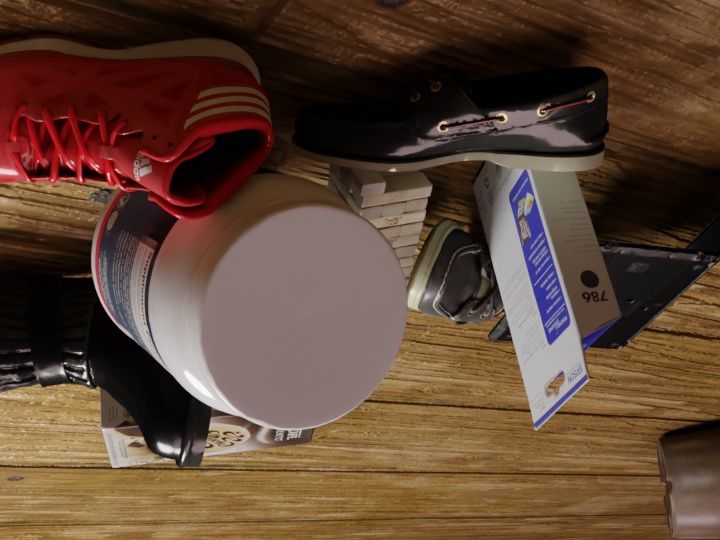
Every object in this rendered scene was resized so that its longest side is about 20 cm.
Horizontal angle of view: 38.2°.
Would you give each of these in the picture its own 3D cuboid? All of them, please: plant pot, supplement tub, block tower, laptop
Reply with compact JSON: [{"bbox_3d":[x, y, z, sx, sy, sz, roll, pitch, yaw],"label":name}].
[{"bbox_3d":[0.555,0.317,1.555,0.198,0.201,0.200,-8,155,10],"label":"plant pot"},{"bbox_3d":[-0.073,0.006,0.630,0.140,0.141,0.200,5,-171,-30],"label":"supplement tub"},{"bbox_3d":[0.000,0.000,0.758,0.058,0.054,0.200,-11,135,-24],"label":"block tower"},{"bbox_3d":[0.225,-0.013,0.877,0.199,0.104,0.177,5,151,-12],"label":"laptop"}]

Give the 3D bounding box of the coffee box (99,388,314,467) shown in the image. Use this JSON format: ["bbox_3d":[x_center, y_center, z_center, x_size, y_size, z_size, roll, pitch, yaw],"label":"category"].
[{"bbox_3d":[-0.145,0.125,1.003,0.199,0.080,0.113,-6,153,-11],"label":"coffee box"}]

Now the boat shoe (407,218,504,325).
[{"bbox_3d":[0.086,0.007,0.805,0.066,0.072,0.201,24,-176,14],"label":"boat shoe"}]

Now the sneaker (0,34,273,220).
[{"bbox_3d":[-0.141,-0.073,0.546,0.199,0.116,0.079,-15,124,-11],"label":"sneaker"}]

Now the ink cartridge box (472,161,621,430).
[{"bbox_3d":[0.128,0.000,0.719,0.039,0.200,0.100,-3,154,-15],"label":"ink cartridge box"}]

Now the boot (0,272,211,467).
[{"bbox_3d":[-0.201,0.069,0.746,0.157,0.211,0.080,-1,119,-25],"label":"boot"}]

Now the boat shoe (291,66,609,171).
[{"bbox_3d":[0.056,-0.099,0.656,0.201,0.074,0.063,-1,118,2],"label":"boat shoe"}]
